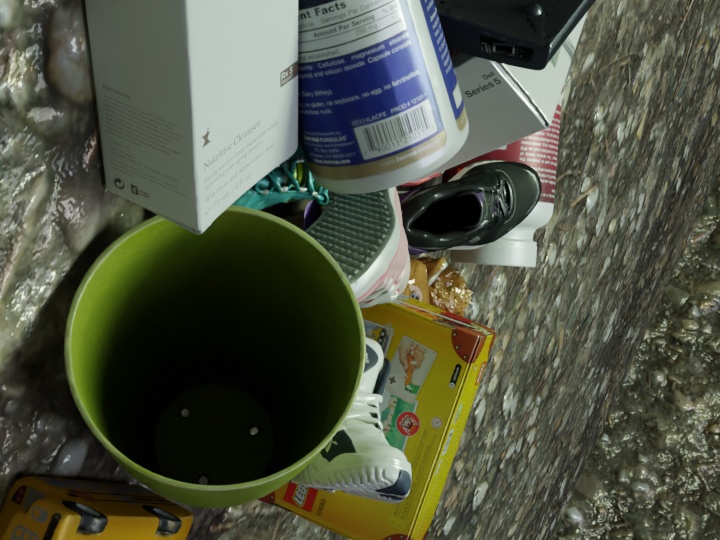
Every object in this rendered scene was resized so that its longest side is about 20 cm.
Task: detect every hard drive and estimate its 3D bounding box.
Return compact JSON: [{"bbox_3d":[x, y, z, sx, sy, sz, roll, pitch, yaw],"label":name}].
[{"bbox_3d":[0.073,-0.216,0.919,0.135,0.199,0.043,-52,155,-32],"label":"hard drive"}]

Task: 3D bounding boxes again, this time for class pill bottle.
[{"bbox_3d":[0.137,-0.106,1.241,0.113,0.112,0.202,0,93,-67],"label":"pill bottle"},{"bbox_3d":[-0.007,-0.163,0.828,0.116,0.115,0.202,-45,126,-45],"label":"pill bottle"}]

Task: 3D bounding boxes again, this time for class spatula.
[{"bbox_3d":[-0.054,0.041,1.003,0.057,0.020,0.202,-54,161,-71],"label":"spatula"}]

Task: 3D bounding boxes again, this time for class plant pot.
[{"bbox_3d":[-0.099,0.084,0.868,0.188,0.186,0.200,-57,173,-25],"label":"plant pot"}]

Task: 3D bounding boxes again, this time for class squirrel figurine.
[{"bbox_3d":[0.035,0.057,1.235,0.200,0.140,0.188,-64,154,-58],"label":"squirrel figurine"}]

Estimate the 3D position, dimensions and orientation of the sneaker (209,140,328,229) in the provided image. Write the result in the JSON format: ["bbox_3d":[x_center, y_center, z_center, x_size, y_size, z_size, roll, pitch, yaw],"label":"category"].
[{"bbox_3d":[-0.055,-0.079,0.912,0.200,0.079,0.078,-38,145,-51],"label":"sneaker"}]

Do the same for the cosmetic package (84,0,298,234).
[{"bbox_3d":[-0.097,-0.140,0.750,0.113,0.081,0.201,-46,151,-40],"label":"cosmetic package"}]

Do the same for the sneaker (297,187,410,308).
[{"bbox_3d":[0.000,0.000,0.963,0.201,0.074,0.106,-77,160,-60],"label":"sneaker"}]

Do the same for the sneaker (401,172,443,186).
[{"bbox_3d":[0.043,-0.102,1.117,0.200,0.086,0.074,-25,134,-61],"label":"sneaker"}]

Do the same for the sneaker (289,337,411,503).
[{"bbox_3d":[-0.011,0.102,0.959,0.199,0.079,0.131,156,-55,-72],"label":"sneaker"}]

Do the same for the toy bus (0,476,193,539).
[{"bbox_3d":[-0.182,0.182,0.858,0.066,0.078,0.200,-65,159,-3],"label":"toy bus"}]

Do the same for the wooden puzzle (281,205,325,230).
[{"bbox_3d":[-0.055,0.030,1.089,0.200,0.037,0.187,-30,137,-65],"label":"wooden puzzle"}]

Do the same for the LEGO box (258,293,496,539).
[{"bbox_3d":[0.010,0.121,1.073,0.202,0.148,0.077,-70,164,5],"label":"LEGO box"}]

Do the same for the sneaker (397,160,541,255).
[{"bbox_3d":[0.098,-0.050,1.111,0.199,0.087,0.077,-19,99,-32],"label":"sneaker"}]

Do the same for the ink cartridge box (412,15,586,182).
[{"bbox_3d":[0.095,-0.183,1.016,0.084,0.145,0.201,44,48,-26],"label":"ink cartridge box"}]
